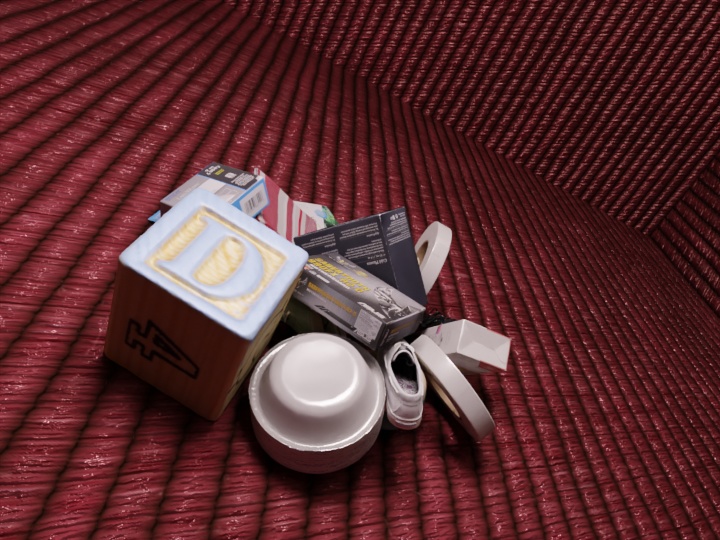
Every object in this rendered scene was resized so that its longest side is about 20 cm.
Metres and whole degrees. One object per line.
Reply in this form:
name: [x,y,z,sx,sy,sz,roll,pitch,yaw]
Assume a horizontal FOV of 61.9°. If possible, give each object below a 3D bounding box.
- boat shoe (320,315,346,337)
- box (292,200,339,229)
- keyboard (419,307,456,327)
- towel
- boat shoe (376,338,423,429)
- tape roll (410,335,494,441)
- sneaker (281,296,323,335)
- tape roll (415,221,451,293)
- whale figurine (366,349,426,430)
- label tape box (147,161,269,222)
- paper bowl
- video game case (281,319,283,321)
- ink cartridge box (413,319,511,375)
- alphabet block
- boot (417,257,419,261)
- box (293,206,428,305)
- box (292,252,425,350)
boat shoe: [-0.066,0.070,1.027,0.068,0.075,0.202,1,51,-50]
box: [-0.096,-0.086,1.390,0.142,0.037,0.201,4,41,-42]
keyboard: [0.128,0.101,1.252,0.197,0.103,0.041,0,81,-45]
towel: [-0.149,-0.100,1.218,0.200,0.022,0.146,44,32,-44]
boat shoe: [0.062,0.149,0.915,0.070,0.070,0.201,10,27,-1]
tape roll: [0.156,0.205,1.048,0.204,0.037,0.203,53,-7,9]
sneaker: [-0.149,0.046,0.983,0.089,0.068,0.201,-18,59,-38]
tape roll: [0.139,-0.011,1.332,0.036,0.205,0.204,26,28,-8]
whale figurine: [0.016,0.194,1.014,0.197,0.106,0.158,20,28,31]
label tape box: [-0.289,-0.132,1.107,0.197,0.064,0.144,20,49,29]
paper bowl: [-0.061,0.173,0.860,0.195,0.106,0.203,2,44,-2]
video game case: [-0.194,-0.006,1.094,0.197,0.022,0.183,29,28,-6]
ink cartridge box: [0.190,0.158,1.188,0.114,0.199,0.069,22,71,-18]
alphabet block: [-0.216,0.046,0.841,0.194,0.201,0.196,32,42,1]
boot: [0.068,0.012,1.270,0.071,0.156,0.201,29,28,-2]
box: [0.000,0.000,1.104,0.104,0.196,0.186,-22,100,-57]
box: [-0.012,0.042,0.958,0.198,0.049,0.157,32,19,23]
